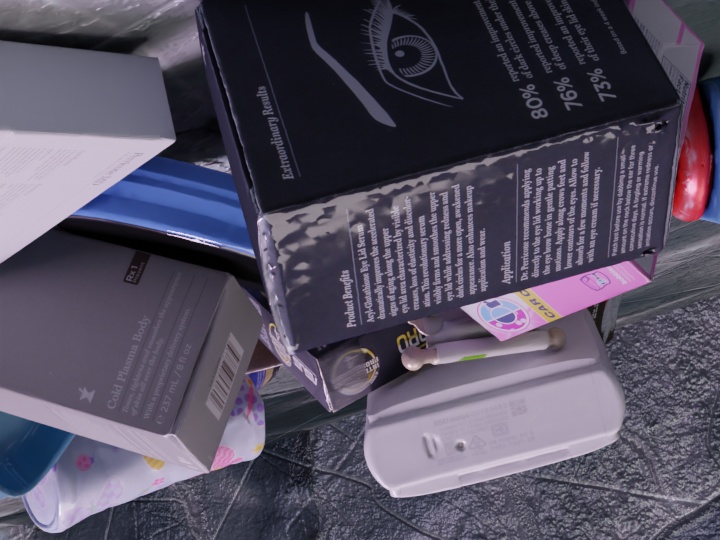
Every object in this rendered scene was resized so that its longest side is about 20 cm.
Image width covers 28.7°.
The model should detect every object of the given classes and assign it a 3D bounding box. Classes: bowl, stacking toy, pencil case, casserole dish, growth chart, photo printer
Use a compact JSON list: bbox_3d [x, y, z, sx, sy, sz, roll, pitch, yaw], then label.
[{"bbox_3d":[-0.091,-0.023,0.832,0.198,0.040,0.201,14,173,2],"label":"bowl"},{"bbox_3d":[0.182,-0.086,1.071,0.197,0.112,0.116,-5,-175,2],"label":"stacking toy"},{"bbox_3d":[-0.170,0.135,1.093,0.198,0.084,0.091,-17,169,-32],"label":"pencil case"},{"bbox_3d":[-0.214,0.063,0.965,0.201,0.038,0.121,-57,158,-16],"label":"casserole dish"},{"bbox_3d":[0.063,-0.036,0.856,0.143,0.203,0.018,2,154,-35],"label":"growth chart"},{"bbox_3d":[0.085,0.072,0.946,0.164,0.070,0.200,-15,-167,7],"label":"photo printer"}]

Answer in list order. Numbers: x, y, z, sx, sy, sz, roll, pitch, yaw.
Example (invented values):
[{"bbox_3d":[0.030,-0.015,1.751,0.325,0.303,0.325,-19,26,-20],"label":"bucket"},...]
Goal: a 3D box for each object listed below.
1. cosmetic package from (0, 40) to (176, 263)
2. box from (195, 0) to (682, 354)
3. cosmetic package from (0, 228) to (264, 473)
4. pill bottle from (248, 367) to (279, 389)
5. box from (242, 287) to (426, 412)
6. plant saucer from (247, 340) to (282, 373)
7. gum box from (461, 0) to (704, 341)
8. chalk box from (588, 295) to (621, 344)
[{"bbox_3d":[-0.211,-0.052,0.713,0.149,0.052,0.199,1,160,-44],"label":"cosmetic package"},{"bbox_3d":[0.034,-0.069,0.676,0.197,0.149,0.105,-14,141,-5],"label":"box"},{"bbox_3d":[-0.170,0.040,0.850,0.197,0.108,0.090,13,161,15],"label":"cosmetic package"},{"bbox_3d":[-0.172,0.096,1.218,0.199,0.113,0.112,-35,-178,-36],"label":"pill bottle"},{"bbox_3d":[0.000,0.000,0.950,0.160,0.050,0.200,-26,-148,-19],"label":"box"},{"bbox_3d":[-0.036,0.037,1.081,0.198,0.035,0.200,-18,-175,2],"label":"plant saucer"},{"bbox_3d":[0.123,-0.070,0.815,0.066,0.202,0.113,39,140,-22],"label":"gum box"},{"bbox_3d":[0.136,-0.001,1.133,0.122,0.127,0.200,14,-171,21],"label":"chalk box"}]
